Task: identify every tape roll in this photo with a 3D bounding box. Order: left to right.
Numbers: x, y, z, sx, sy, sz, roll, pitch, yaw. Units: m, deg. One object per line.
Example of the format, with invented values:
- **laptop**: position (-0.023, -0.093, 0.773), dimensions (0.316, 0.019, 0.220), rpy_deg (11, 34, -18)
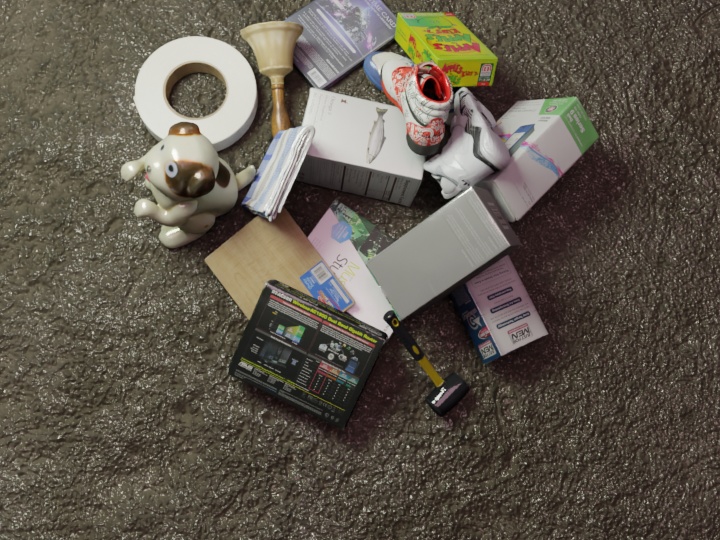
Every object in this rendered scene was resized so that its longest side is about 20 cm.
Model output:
- **tape roll**: position (-0.272, -0.292, 1.202), dimensions (0.202, 0.037, 0.204), rpy_deg (1, 76, -5)

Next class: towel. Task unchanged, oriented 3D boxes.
- **towel**: position (-0.128, -0.150, 1.085), dimensions (0.024, 0.200, 0.147), rpy_deg (25, 90, -21)

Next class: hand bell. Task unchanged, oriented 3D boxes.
- **hand bell**: position (-0.135, -0.295, 1.190), dimensions (0.104, 0.104, 0.201), rpy_deg (-6, 93, -5)

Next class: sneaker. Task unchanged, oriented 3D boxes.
- **sneaker**: position (0.085, -0.278, 1.073), dimensions (0.067, 0.108, 0.202), rpy_deg (-5, 55, -14)
- **sneaker**: position (0.099, -0.323, 1.210), dimensions (0.199, 0.088, 0.075), rpy_deg (28, 77, 4)
- **sneaker**: position (0.150, -0.194, 1.100), dimensions (0.115, 0.075, 0.200), rpy_deg (-38, 37, 24)

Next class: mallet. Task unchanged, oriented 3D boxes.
- **mallet**: position (0.085, 0.141, 1.072), dimensions (0.066, 0.041, 0.200), rpy_deg (-48, 118, -7)

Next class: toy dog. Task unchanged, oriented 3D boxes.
- **toy dog**: position (-0.254, -0.131, 1.079), dimensions (0.193, 0.200, 0.140), rpy_deg (-8, 77, -6)

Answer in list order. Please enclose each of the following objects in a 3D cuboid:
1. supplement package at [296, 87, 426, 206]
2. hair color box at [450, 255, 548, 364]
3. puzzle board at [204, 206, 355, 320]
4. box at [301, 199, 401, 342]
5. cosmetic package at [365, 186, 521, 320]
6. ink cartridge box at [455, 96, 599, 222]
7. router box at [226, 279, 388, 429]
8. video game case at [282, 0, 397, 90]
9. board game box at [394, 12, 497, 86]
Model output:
- **supplement package**: position (0.003, -0.195, 1.155), dimensions (0.199, 0.117, 0.117), rpy_deg (12, 73, -2)
- **hair color box**: position (0.198, 0.034, 1.131), dimensions (0.100, 0.061, 0.201), rpy_deg (-19, 77, -25)
- **puzzle board**: position (-0.125, 0.016, 1.119), dimensions (0.151, 0.017, 0.200), rpy_deg (-38, 88, 5)
- **box**: position (0.000, 0.000, 1.149), dimensions (0.200, 0.036, 0.145), rpy_deg (34, 76, 4)
- **cosmetic package**: position (0.120, -0.023, 1.060), dimensions (0.200, 0.090, 0.107), rpy_deg (-35, 79, 23)
- **ink cartridge box**: position (0.251, -0.178, 1.147), dimensions (0.200, 0.145, 0.088), rpy_deg (-46, 116, -12)
- **router box**: position (-0.079, 0.122, 1.078), dimensions (0.199, 0.062, 0.150), rpy_deg (26, 96, 2)
- **video game case**: position (-0.040, -0.415, 1.258), dimensions (0.200, 0.019, 0.143), rpy_deg (-38, 82, -12)
- **board game box**: position (0.135, -0.363, 1.180), dimensions (0.101, 0.048, 0.200), rpy_deg (-5, 39, -15)
